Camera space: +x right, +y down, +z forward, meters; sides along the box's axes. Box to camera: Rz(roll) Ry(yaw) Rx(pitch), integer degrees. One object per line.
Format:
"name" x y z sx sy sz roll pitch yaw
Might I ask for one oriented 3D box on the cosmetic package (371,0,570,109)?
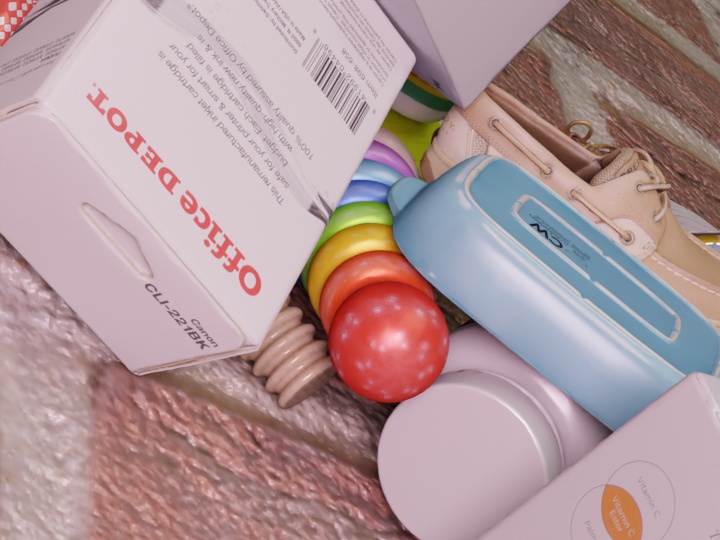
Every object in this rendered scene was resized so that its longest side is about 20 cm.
"cosmetic package" 0.039 -0.228 0.858 0.199 0.200 0.123 40 -6 30

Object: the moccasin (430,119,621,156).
"moccasin" 0.116 -0.057 1.027 0.201 0.074 0.078 0 61 -41

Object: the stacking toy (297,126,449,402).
"stacking toy" 0.000 0.000 0.814 0.085 0.085 0.200 35 18 -22

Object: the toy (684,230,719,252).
"toy" 0.215 -0.001 1.020 0.200 0.115 0.047 -4 89 -43

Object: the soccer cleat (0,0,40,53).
"soccer cleat" -0.137 -0.111 0.797 0.085 0.069 0.200 25 37 -3

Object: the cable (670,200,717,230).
"cable" 0.231 0.033 1.151 0.200 0.069 0.200 44 28 -6

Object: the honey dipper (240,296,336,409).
"honey dipper" -0.085 -0.020 0.816 0.200 0.038 0.038 50 27 11

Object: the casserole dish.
"casserole dish" 0.101 0.011 0.797 0.200 0.039 0.121 39 25 3

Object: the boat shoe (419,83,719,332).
"boat shoe" 0.131 -0.031 0.883 0.200 0.065 0.071 28 23 -4

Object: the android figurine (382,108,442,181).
"android figurine" 0.039 -0.070 1.050 0.200 0.041 0.182 1 52 -52

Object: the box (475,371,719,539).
"box" 0.124 0.165 0.688 0.106 0.200 0.152 17 41 -44

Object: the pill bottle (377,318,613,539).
"pill bottle" 0.087 0.071 0.854 0.112 0.112 0.200 50 28 7

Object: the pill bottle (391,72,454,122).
"pill bottle" 0.073 -0.192 0.992 0.113 0.200 0.113 35 26 -20

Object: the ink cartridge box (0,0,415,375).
"ink cartridge box" -0.076 -0.075 0.748 0.144 0.084 0.200 51 45 -26
